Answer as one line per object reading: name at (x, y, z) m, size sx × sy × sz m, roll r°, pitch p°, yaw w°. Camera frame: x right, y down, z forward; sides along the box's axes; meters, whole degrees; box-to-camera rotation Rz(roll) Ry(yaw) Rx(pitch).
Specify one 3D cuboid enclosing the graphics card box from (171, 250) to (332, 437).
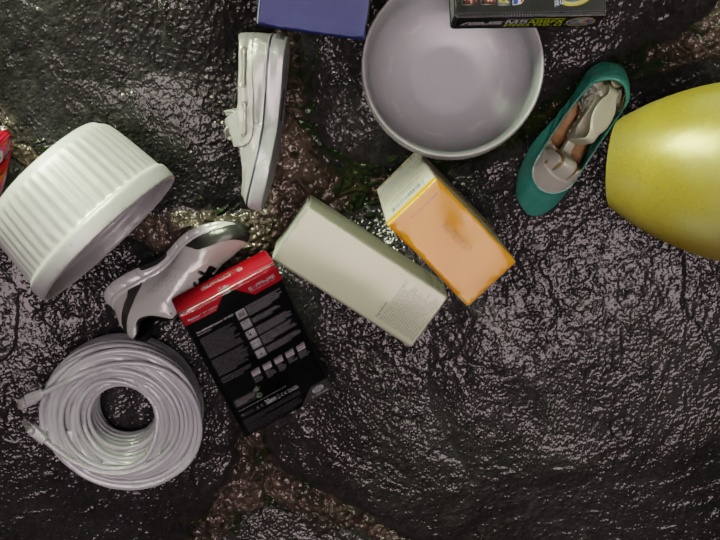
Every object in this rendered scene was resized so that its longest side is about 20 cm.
graphics card box at (-0.125, 0.088, 1.273) m, size 0.125 × 0.051 × 0.200 m, roll -29°, pitch 123°, yaw -9°

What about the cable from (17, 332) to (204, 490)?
cable at (-0.292, 0.176, 1.335) m, size 0.200 × 0.069 × 0.200 m, roll -36°, pitch 105°, yaw 10°

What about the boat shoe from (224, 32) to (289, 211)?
boat shoe at (-0.123, -0.169, 1.223) m, size 0.066 × 0.072 × 0.201 m, roll 8°, pitch 107°, yaw 2°

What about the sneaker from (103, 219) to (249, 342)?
sneaker at (-0.206, 0.013, 1.268) m, size 0.200 × 0.074 × 0.080 m, roll -34°, pitch 66°, yaw 16°

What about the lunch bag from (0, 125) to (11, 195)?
lunch bag at (-0.453, -0.081, 1.174) m, size 0.082 × 0.200 × 0.176 m, roll 22°, pitch 124°, yaw -6°

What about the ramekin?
ramekin at (-0.313, -0.071, 1.193) m, size 0.200 × 0.200 × 0.105 m, roll -44°, pitch 93°, yaw 13°

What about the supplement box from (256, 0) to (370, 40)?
supplement box at (-0.041, -0.308, 1.109) m, size 0.109 × 0.200 × 0.110 m, roll 7°, pitch 108°, yaw -3°

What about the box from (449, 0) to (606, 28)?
box at (0.172, -0.358, 1.135) m, size 0.160 × 0.044 × 0.201 m, roll -1°, pitch 86°, yaw -2°

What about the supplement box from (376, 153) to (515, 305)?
supplement box at (0.089, -0.052, 1.191) m, size 0.074 × 0.200 × 0.126 m, roll -44°, pitch 102°, yaw 9°

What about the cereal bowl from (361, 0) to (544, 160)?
cereal bowl at (0.097, -0.217, 1.186) m, size 0.199 × 0.083 × 0.201 m, roll 0°, pitch 87°, yaw -3°

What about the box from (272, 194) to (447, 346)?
box at (0.000, 0.000, 1.277) m, size 0.200 × 0.068 × 0.082 m, roll 34°, pitch 104°, yaw -10°

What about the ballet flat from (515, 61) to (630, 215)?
ballet flat at (0.240, -0.146, 1.229) m, size 0.067 × 0.070 × 0.200 m, roll 28°, pitch 106°, yaw -9°

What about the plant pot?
plant pot at (0.352, -0.114, 1.193) m, size 0.142 × 0.200 × 0.201 m, roll 7°, pitch 109°, yaw 23°
